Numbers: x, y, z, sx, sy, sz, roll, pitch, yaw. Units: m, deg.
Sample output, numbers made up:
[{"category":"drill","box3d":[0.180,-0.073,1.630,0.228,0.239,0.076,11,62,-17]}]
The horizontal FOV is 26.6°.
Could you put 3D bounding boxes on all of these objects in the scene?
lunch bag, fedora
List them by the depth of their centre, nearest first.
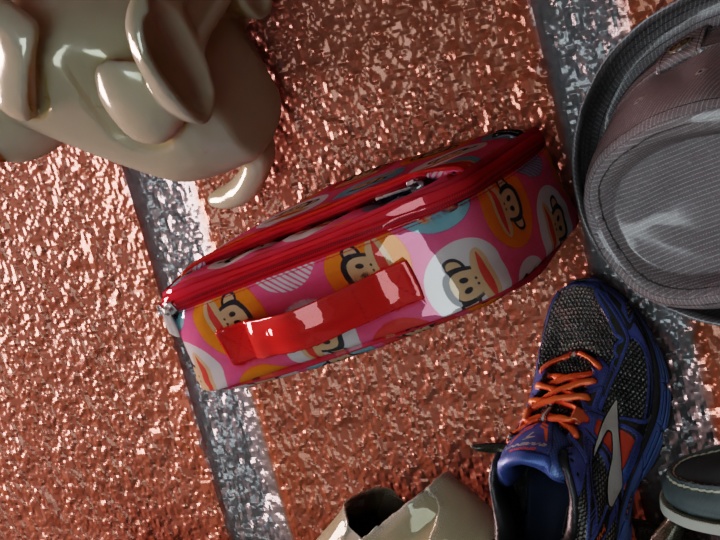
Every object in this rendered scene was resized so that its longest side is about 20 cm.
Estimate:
[{"category":"fedora","box3d":[0.186,-0.046,0.725,0.200,0.090,0.177,-14,101,30]},{"category":"lunch bag","box3d":[0.000,0.000,0.786,0.200,0.176,0.082,-20,99,30]}]

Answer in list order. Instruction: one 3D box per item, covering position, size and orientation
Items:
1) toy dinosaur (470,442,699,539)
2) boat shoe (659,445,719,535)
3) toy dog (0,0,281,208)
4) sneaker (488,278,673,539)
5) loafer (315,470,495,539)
[{"category":"toy dinosaur","box3d":[0.141,0.155,0.831,0.200,0.077,0.102,21,103,14]},{"category":"boat shoe","box3d":[0.239,0.083,0.738,0.200,0.073,0.062,-10,110,24]},{"category":"toy dog","box3d":[-0.152,-0.119,0.861,0.200,0.140,0.194,0,144,25]},{"category":"sneaker","box3d":[0.107,0.093,0.777,0.075,0.078,0.200,-14,58,39]},{"category":"loafer","box3d":[0.004,0.167,0.908,0.200,0.076,0.068,-24,87,34]}]
